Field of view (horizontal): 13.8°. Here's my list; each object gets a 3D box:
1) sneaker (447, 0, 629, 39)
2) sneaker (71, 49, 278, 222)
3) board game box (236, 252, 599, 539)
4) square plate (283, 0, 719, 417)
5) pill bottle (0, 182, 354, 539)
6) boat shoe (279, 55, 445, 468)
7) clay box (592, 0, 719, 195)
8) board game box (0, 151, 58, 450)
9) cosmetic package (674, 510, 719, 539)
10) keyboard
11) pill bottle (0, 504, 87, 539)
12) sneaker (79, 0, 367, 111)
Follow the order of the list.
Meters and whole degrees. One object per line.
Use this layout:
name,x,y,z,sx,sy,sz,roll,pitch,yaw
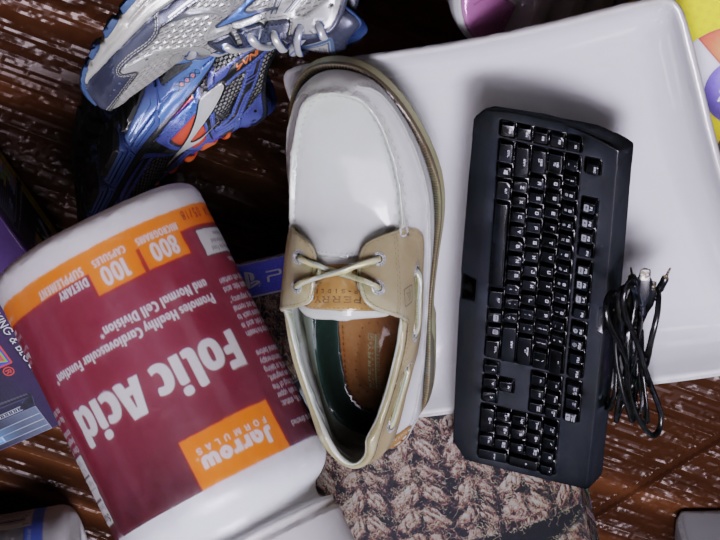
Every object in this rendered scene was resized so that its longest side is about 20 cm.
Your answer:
sneaker,0.102,-0.144,1.458,0.199,0.088,0.081,12,108,-42
sneaker,-0.082,-0.085,1.485,0.078,0.076,0.200,21,125,-25
board game box,0.031,0.085,1.539,0.158,0.201,0.097,-13,169,4
square plate,0.084,-0.029,1.420,0.197,0.028,0.201,-9,118,22
pill bottle,-0.086,0.070,1.446,0.114,0.114,0.201,-29,85,16
boat shoe,0.000,0.000,1.404,0.074,0.069,0.201,0,120,18
clay box,0.181,-0.105,1.402,0.114,0.048,0.201,16,126,-10
board game box,-0.238,0.015,1.557,0.164,0.057,0.200,-23,127,13
cosmetic package,0.280,0.253,1.756,0.198,0.123,0.201,-1,130,-5
keyboard,0.094,0.022,1.409,0.103,0.040,0.201,9,124,12
pill bottle,-0.248,0.202,1.666,0.198,0.114,0.114,-10,129,3
sneaker,-0.041,-0.127,1.377,0.200,0.077,0.085,-36,96,10
